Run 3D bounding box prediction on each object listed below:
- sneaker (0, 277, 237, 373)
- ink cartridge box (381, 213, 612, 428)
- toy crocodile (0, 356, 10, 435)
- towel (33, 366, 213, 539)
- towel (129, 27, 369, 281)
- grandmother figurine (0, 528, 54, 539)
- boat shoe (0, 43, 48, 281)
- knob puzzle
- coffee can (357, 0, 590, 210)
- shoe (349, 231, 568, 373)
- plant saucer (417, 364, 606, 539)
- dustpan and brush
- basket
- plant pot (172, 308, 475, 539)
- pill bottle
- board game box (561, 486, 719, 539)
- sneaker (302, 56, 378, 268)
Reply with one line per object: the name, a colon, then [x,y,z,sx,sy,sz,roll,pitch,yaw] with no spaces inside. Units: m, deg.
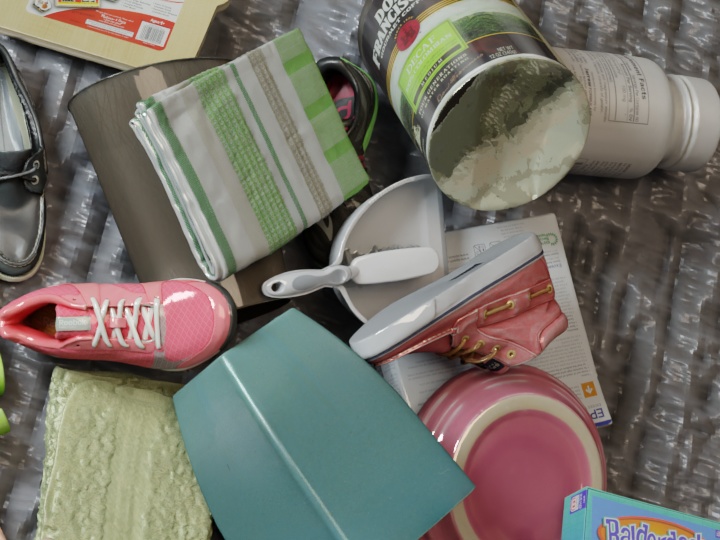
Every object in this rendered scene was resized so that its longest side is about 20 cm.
sneaker: [-0.190,0.045,1.286,0.087,0.198,0.075,-1,89,-65]
ink cartridge box: [0.108,0.062,1.487,0.198,0.041,0.202,-9,78,-25]
toy crocodile: [-0.315,0.040,1.306,0.067,0.062,0.202,-7,73,-25]
towel: [-0.183,0.178,1.326,0.147,0.036,0.202,11,67,-20]
towel: [-0.084,-0.094,1.334,0.200,0.031,0.150,-35,105,-46]
grandmother figurine: [-0.261,0.238,1.239,0.201,0.121,0.060,57,29,7]
boat shoe: [-0.289,-0.094,1.363,0.074,0.066,0.202,1,71,-23]
knob puzzle: [-0.208,-0.256,1.470,0.217,0.031,0.222,4,58,-7]
coffee can: [0.095,-0.167,1.456,0.145,0.147,0.201,1,35,-22]
shoe: [0.086,0.050,1.374,0.199,0.071,0.092,-30,100,-31]
plant saucer: [0.129,0.179,1.419,0.199,0.051,0.203,1,87,-26]
dustpan and brush: [0.000,0.000,1.380,0.198,0.057,0.141,-9,97,-27]
basket: [-0.138,-0.055,1.374,0.180,0.135,0.202,-4,75,-61]
plant pot: [-0.043,0.144,1.320,0.141,0.141,0.201,-32,86,-42]
pill bottle: [0.231,-0.145,1.574,0.198,0.114,0.116,3,70,-22]
board game box: [0.233,0.293,1.372,0.151,0.045,0.202,17,65,-16]
sneaker: [-0.026,-0.093,1.454,0.076,0.084,0.202,-10,66,18]
